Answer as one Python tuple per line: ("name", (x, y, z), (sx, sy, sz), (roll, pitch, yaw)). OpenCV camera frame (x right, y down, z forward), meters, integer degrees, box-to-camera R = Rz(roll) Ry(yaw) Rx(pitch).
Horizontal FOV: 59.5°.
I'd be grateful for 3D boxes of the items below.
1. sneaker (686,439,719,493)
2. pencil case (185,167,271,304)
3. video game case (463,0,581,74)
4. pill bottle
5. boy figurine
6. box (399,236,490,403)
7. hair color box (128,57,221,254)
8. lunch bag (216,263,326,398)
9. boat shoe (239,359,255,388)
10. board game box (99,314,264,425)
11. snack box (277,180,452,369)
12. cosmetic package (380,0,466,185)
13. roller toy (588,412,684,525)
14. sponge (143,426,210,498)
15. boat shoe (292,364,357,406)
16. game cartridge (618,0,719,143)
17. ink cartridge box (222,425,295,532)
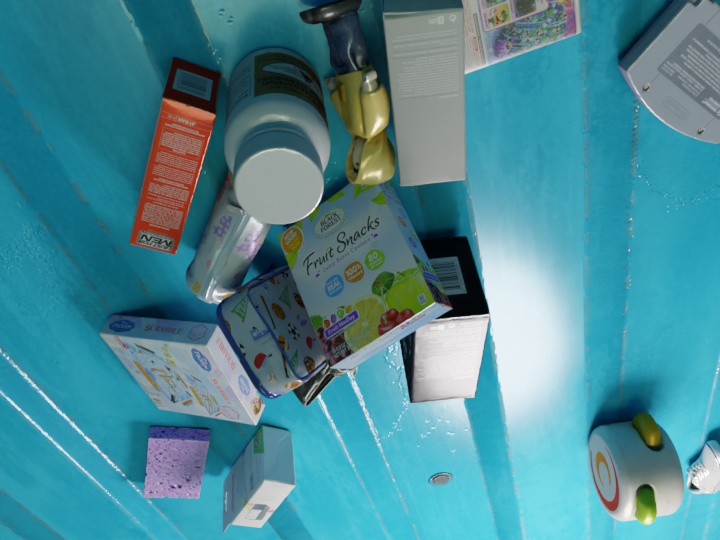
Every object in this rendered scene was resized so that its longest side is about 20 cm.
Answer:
("sneaker", (0.780, 0.456, 1.424), (0.070, 0.074, 0.202), (-19, 131, 4))
("pencil case", (-0.165, -0.047, 0.830), (0.082, 0.091, 0.201), (17, 127, -22))
("video game case", (0.142, -0.323, 0.681), (0.179, 0.024, 0.202), (-18, 130, 6))
("pill bottle", (-0.090, -0.147, 0.680), (0.112, 0.202, 0.116), (-5, 132, -5))
("boy figurine", (-0.009, -0.194, 0.704), (0.064, 0.124, 0.203), (-23, 117, -18))
("box", (0.115, 0.075, 0.931), (0.105, 0.150, 0.202), (-6, 137, -2))
("hair color box", (-0.219, -0.130, 0.742), (0.060, 0.102, 0.201), (14, 128, -20))
("lunch bag", (-0.108, 0.074, 0.870), (0.075, 0.200, 0.162), (-33, 91, 19))
("boat shoe", (-0.117, 0.116, 1.010), (0.199, 0.072, 0.067), (-41, 163, 17))
("board game box", (-0.270, 0.155, 0.973), (0.196, 0.041, 0.202), (4, 136, 22))
("snack box", (0.000, 0.000, 0.822), (0.168, 0.202, 0.067), (-34, 156, 20))
("cosmetic package", (0.071, -0.205, 0.690), (0.088, 0.108, 0.202), (-3, 132, 3))
("roller toy", (0.554, 0.396, 1.267), (0.137, 0.203, 0.183), (-7, 162, -2))
("sponge", (-0.354, 0.372, 1.207), (0.110, 0.030, 0.202), (7, 130, -15))
("boat shoe", (-0.037, 0.140, 1.002), (0.199, 0.068, 0.073), (-42, 159, 12))
("game cartridge", (0.420, -0.245, 0.784), (0.198, 0.041, 0.134), (24, 120, -26))
("ink cartridge box", (-0.197, 0.405, 1.201), (0.066, 0.118, 0.201), (18, 126, -26))
